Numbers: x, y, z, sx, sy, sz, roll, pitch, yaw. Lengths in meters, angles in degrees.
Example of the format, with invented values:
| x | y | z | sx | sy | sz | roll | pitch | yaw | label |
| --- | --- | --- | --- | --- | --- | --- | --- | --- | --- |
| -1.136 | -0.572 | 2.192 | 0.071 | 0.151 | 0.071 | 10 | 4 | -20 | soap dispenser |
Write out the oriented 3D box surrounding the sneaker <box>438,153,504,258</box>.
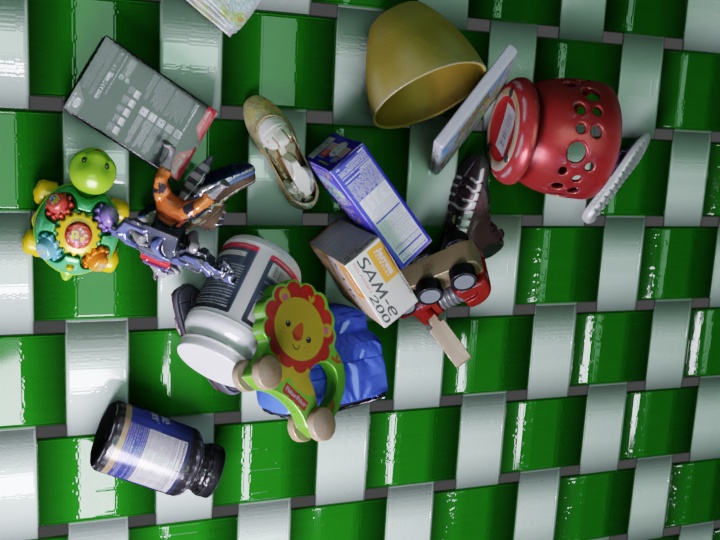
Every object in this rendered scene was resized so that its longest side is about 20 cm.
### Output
| x | y | z | sx | sy | sz | roll | pitch | yaw | label |
| --- | --- | --- | --- | --- | --- | --- | --- | --- | --- |
| 0.215 | -0.102 | 1.536 | 0.113 | 0.076 | 0.204 | 7 | 109 | -27 | sneaker |

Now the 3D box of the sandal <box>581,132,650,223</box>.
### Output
| x | y | z | sx | sy | sz | roll | pitch | yaw | label |
| --- | --- | --- | --- | --- | --- | --- | --- | --- | --- |
| 0.472 | -0.183 | 1.621 | 0.049 | 0.082 | 0.204 | 36 | 88 | 20 | sandal |

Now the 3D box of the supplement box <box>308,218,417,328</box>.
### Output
| x | y | z | sx | sy | sz | roll | pitch | yaw | label |
| --- | --- | --- | --- | --- | --- | --- | --- | --- | --- |
| 0.000 | 0.000 | 1.397 | 0.073 | 0.200 | 0.127 | -37 | 111 | -9 | supplement box |

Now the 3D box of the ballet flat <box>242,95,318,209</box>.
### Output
| x | y | z | sx | sy | sz | roll | pitch | yaw | label |
| --- | --- | --- | --- | --- | --- | --- | --- | --- | --- |
| -0.122 | -0.188 | 1.385 | 0.070 | 0.071 | 0.203 | -31 | 110 | -12 | ballet flat |

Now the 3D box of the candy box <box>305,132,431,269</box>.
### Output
| x | y | z | sx | sy | sz | roll | pitch | yaw | label |
| --- | --- | --- | --- | --- | --- | --- | --- | --- | --- |
| 0.011 | -0.115 | 1.395 | 0.077 | 0.169 | 0.201 | -39 | 112 | -5 | candy box |

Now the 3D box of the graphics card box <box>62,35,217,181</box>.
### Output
| x | y | z | sx | sy | sz | roll | pitch | yaw | label |
| --- | --- | --- | --- | --- | --- | --- | --- | --- | --- |
| -0.331 | -0.243 | 1.301 | 0.198 | 0.051 | 0.127 | 32 | 89 | -25 | graphics card box |

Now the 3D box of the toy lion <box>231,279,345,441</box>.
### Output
| x | y | z | sx | sy | sz | roll | pitch | yaw | label |
| --- | --- | --- | --- | --- | --- | --- | --- | --- | --- |
| -0.090 | 0.124 | 1.285 | 0.200 | 0.068 | 0.194 | 48 | 52 | -26 | toy lion |

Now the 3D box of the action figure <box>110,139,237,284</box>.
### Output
| x | y | z | sx | sy | sz | roll | pitch | yaw | label |
| --- | --- | --- | --- | --- | --- | --- | --- | --- | --- |
| -0.253 | -0.065 | 1.278 | 0.197 | 0.105 | 0.196 | 28 | 111 | -5 | action figure |

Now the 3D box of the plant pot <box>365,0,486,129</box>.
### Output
| x | y | z | sx | sy | sz | roll | pitch | yaw | label |
| --- | --- | --- | --- | --- | --- | --- | --- | --- | --- |
| 0.086 | -0.341 | 1.382 | 0.196 | 0.200 | 0.145 | -19 | 79 | -16 | plant pot |

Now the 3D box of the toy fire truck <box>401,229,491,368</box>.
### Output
| x | y | z | sx | sy | sz | roll | pitch | yaw | label |
| --- | --- | --- | --- | --- | --- | --- | --- | --- | --- |
| 0.156 | 0.058 | 1.504 | 0.173 | 0.131 | 0.200 | -24 | 138 | 19 | toy fire truck |

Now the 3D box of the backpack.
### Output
| x | y | z | sx | sy | sz | roll | pitch | yaw | label |
| --- | --- | --- | --- | --- | --- | --- | --- | --- | --- |
| -0.082 | 0.149 | 1.414 | 0.196 | 0.162 | 0.172 | -14 | 93 | -27 | backpack |

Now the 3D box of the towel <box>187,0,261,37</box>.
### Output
| x | y | z | sx | sy | sz | roll | pitch | yaw | label |
| --- | --- | --- | --- | --- | --- | --- | --- | --- | --- |
| -0.203 | -0.485 | 1.304 | 0.170 | 0.048 | 0.202 | 37 | 87 | -26 | towel |

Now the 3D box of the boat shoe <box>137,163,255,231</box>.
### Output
| x | y | z | sx | sy | sz | roll | pitch | yaw | label |
| --- | --- | --- | --- | --- | --- | --- | --- | --- | --- |
| -0.247 | -0.102 | 1.358 | 0.197 | 0.072 | 0.073 | -26 | 114 | -4 | boat shoe |

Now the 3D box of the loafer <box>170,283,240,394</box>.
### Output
| x | y | z | sx | sy | sz | roll | pitch | yaw | label |
| --- | --- | --- | --- | --- | --- | --- | --- | --- | --- |
| -0.258 | 0.117 | 1.399 | 0.072 | 0.062 | 0.203 | -43 | 113 | -42 | loafer |

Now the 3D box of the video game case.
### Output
| x | y | z | sx | sy | sz | roll | pitch | yaw | label |
| --- | --- | --- | --- | --- | --- | --- | --- | --- | --- |
| 0.184 | -0.261 | 1.432 | 0.022 | 0.182 | 0.201 | 37 | 86 | 6 | video game case |

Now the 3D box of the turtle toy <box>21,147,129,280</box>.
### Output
| x | y | z | sx | sy | sz | roll | pitch | yaw | label |
| --- | --- | --- | --- | --- | --- | --- | --- | --- | --- |
| -0.413 | -0.082 | 1.275 | 0.143 | 0.101 | 0.204 | 13 | 96 | -23 | turtle toy |

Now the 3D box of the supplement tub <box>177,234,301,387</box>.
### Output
| x | y | z | sx | sy | sz | roll | pitch | yaw | label |
| --- | --- | --- | --- | --- | --- | --- | --- | --- | --- |
| -0.186 | 0.061 | 1.336 | 0.140 | 0.139 | 0.203 | 37 | 59 | -23 | supplement tub |

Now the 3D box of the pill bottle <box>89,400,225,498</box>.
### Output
| x | y | z | sx | sy | sz | roll | pitch | yaw | label |
| --- | --- | --- | --- | --- | --- | --- | --- | --- | --- |
| -0.322 | 0.293 | 1.382 | 0.197 | 0.112 | 0.114 | 26 | 91 | -24 | pill bottle |

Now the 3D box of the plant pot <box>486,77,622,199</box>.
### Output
| x | y | z | sx | sy | sz | roll | pitch | yaw | label |
| --- | --- | --- | --- | --- | --- | --- | --- | --- | --- |
| 0.321 | -0.233 | 1.480 | 0.178 | 0.200 | 0.205 | 6 | 99 | -13 | plant pot |
